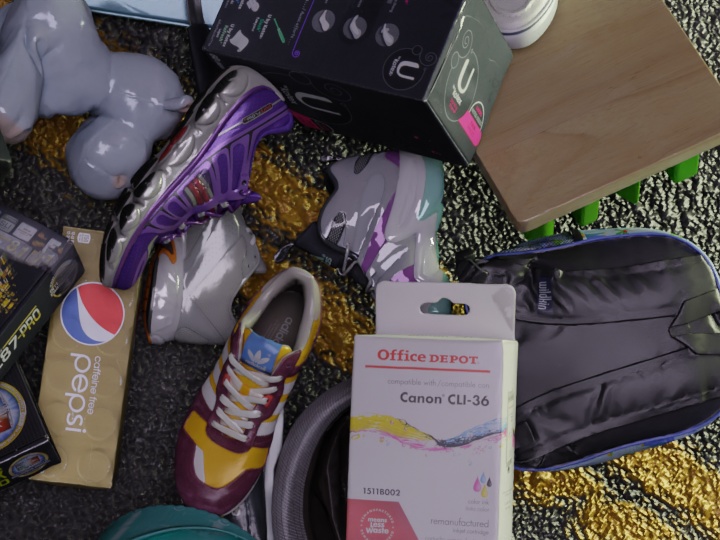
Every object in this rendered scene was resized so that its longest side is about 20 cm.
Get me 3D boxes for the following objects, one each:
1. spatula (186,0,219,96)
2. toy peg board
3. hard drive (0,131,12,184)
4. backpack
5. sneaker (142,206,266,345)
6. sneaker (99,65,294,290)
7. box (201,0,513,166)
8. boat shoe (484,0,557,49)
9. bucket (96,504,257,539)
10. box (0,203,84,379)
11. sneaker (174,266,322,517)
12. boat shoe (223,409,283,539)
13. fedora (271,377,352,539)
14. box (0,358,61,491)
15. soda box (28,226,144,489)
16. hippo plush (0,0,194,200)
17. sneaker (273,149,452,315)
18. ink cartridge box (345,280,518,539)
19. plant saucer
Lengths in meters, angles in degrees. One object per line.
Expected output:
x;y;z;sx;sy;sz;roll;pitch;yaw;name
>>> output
-0.132;-0.213;1.491;0.056;0.021;0.201;-6;70;-15;spatula
0.172;-0.130;1.515;0.199;0.098;0.200;-24;62;-8;toy peg board
-0.328;-0.106;1.387;0.033;0.140;0.200;8;43;-43;hard drive
0.189;0.056;1.463;0.199;0.147;0.184;-12;88;4;backpack
-0.116;-0.035;1.489;0.092;0.076;0.201;10;90;-13;sneaker
-0.125;-0.059;1.410;0.083;0.081;0.200;39;94;-16;sneaker
-0.001;-0.170;1.442;0.199;0.122;0.106;15;75;26;box
0.133;-0.275;1.502;0.071;0.070;0.201;9;61;15;boat shoe
-0.146;0.282;1.372;0.206;0.135;0.208;8;120;14;bucket
-0.336;0.009;1.412;0.200;0.049;0.161;27;64;22;box
-0.087;0.088;1.410;0.075;0.090;0.201;20;69;3;sneaker
-0.094;0.184;1.464;0.060;0.076;0.201;2;71;-6;boat shoe
0.016;0.177;1.463;0.176;0.090;0.201;4;88;-6;fedora
-0.338;0.092;1.418;0.160;0.044;0.200;-24;61;-7;box
-0.214;0.070;1.464;0.067;0.064;0.201;7;84;-5;soda box
-0.225;-0.145;1.468;0.161;0.159;0.201;31;80;-27;hippo plush
0.000;0.000;1.494;0.139;0.078;0.201;-2;75;-5;sneaker
0.054;0.108;1.372;0.116;0.067;0.201;1;88;14;ink cartridge box
-0.186;-0.239;1.524;0.199;0.019;0.070;8;83;-6;plant saucer
